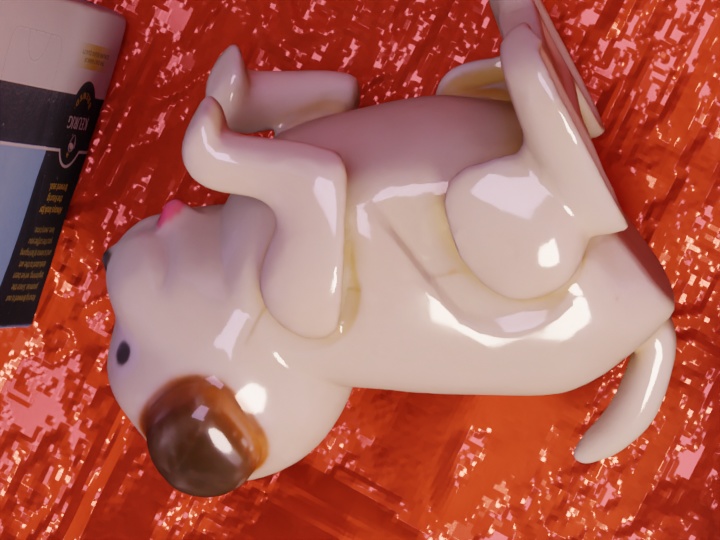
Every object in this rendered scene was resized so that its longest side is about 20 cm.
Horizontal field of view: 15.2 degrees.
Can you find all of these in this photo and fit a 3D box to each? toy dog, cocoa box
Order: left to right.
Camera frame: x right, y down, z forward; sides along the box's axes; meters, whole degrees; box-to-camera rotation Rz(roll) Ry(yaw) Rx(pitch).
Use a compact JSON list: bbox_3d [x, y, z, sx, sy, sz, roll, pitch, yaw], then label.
[{"bbox_3d":[-0.188,-0.056,0.967,0.133,0.200,0.132,18,94,12],"label":"cocoa box"},{"bbox_3d":[0.000,0.000,0.973,0.199,0.140,0.194,-24,121,10],"label":"toy dog"}]
